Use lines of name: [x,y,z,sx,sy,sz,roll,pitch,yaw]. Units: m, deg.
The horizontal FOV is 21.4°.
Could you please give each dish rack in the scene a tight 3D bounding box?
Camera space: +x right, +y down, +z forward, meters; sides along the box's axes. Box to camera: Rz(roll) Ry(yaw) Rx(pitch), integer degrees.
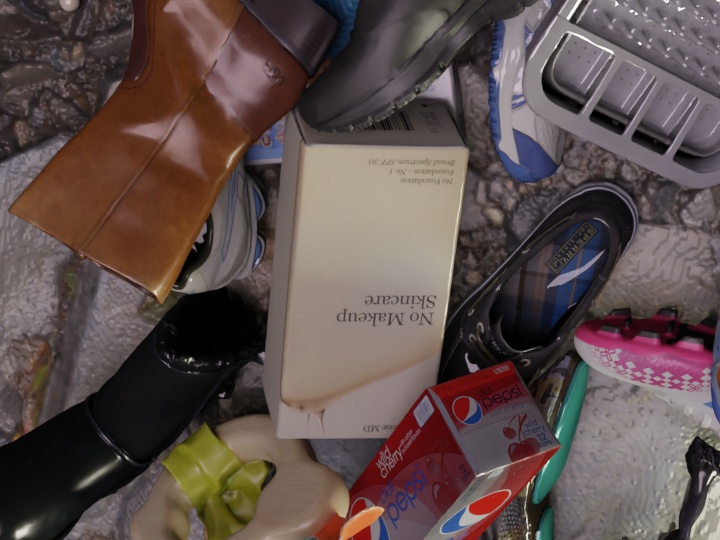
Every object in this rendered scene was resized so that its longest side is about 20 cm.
dish rack: [0.191,-0.156,1.069,0.171,0.044,0.201,21,112,-30]

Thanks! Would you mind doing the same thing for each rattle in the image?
rattle: [-0.039,0.178,1.191,0.199,0.130,0.144,5,126,40]

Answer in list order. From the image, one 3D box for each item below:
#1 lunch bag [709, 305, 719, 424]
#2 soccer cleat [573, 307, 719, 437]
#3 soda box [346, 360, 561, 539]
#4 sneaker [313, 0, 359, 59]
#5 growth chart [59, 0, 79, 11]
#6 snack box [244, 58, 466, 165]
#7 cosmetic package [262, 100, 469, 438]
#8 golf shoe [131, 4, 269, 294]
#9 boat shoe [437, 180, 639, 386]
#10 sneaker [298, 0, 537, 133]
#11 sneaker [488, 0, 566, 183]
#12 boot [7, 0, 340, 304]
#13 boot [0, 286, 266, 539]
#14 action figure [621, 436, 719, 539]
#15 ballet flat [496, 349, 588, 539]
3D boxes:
lunch bag: [0.286,0.019,1.079,0.159,0.076,0.202,9,80,7]
soccer cleat: [0.225,0.078,1.154,0.198,0.070,0.087,8,106,10]
soda box: [0.043,0.138,1.179,0.064,0.070,0.200,60,144,21]
sneaker: [0.023,-0.205,1.122,0.076,0.081,0.200,40,124,-1]
growth chart: [-0.124,-0.232,1.186,0.199,0.018,0.146,-11,104,19]
snack box: [-0.035,-0.106,1.198,0.198,0.024,0.072,-3,107,17]
cosmetic package: [0.000,0.000,1.164,0.103,0.073,0.201,-1,118,-11]
golf shoe: [-0.105,-0.082,1.160,0.078,0.097,0.202,-7,103,20]
boat shoe: [0.100,0.031,1.180,0.070,0.066,0.200,41,113,0]
sneaker: [0.033,-0.156,1.062,0.200,0.076,0.091,-39,100,21]
sneaker: [0.125,-0.145,1.112,0.087,0.075,0.202,8,110,13]
boot: [-0.138,-0.110,1.114,0.188,0.068,0.201,36,87,-2]
boot: [-0.152,0.093,1.206,0.073,0.198,0.162,50,122,7]
action figure: [0.194,0.204,1.192,0.118,0.102,0.201,26,110,-1]
ballet flat: [0.097,0.139,1.212,0.072,0.072,0.202,11,114,12]
